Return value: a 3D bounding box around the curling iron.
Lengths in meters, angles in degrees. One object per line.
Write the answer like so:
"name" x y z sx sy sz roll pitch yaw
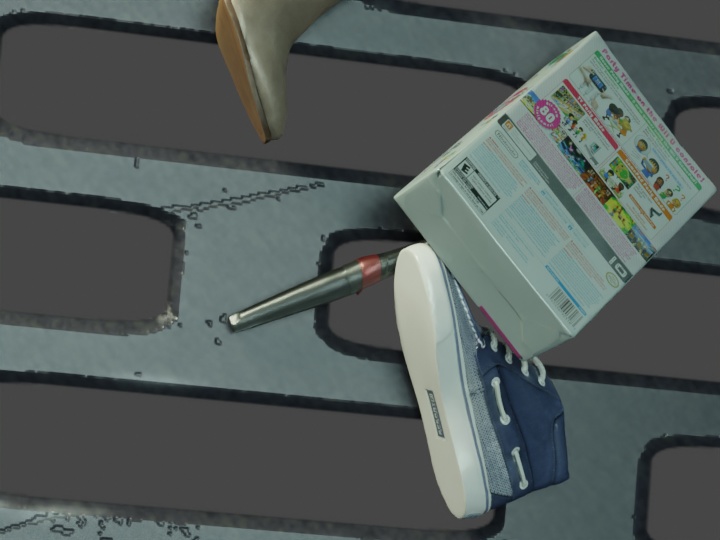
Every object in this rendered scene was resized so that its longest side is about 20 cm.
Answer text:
"curling iron" 0.000 0.000 1.747 0.199 0.050 0.026 -27 114 -7

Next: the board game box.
"board game box" 0.139 -0.053 1.728 0.148 0.064 0.200 52 52 -4

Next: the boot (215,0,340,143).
"boot" -0.037 -0.205 1.739 0.145 0.070 0.201 -19 90 -16

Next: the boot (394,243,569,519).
"boot" 0.086 0.068 1.738 0.090 0.073 0.201 -17 107 -19
